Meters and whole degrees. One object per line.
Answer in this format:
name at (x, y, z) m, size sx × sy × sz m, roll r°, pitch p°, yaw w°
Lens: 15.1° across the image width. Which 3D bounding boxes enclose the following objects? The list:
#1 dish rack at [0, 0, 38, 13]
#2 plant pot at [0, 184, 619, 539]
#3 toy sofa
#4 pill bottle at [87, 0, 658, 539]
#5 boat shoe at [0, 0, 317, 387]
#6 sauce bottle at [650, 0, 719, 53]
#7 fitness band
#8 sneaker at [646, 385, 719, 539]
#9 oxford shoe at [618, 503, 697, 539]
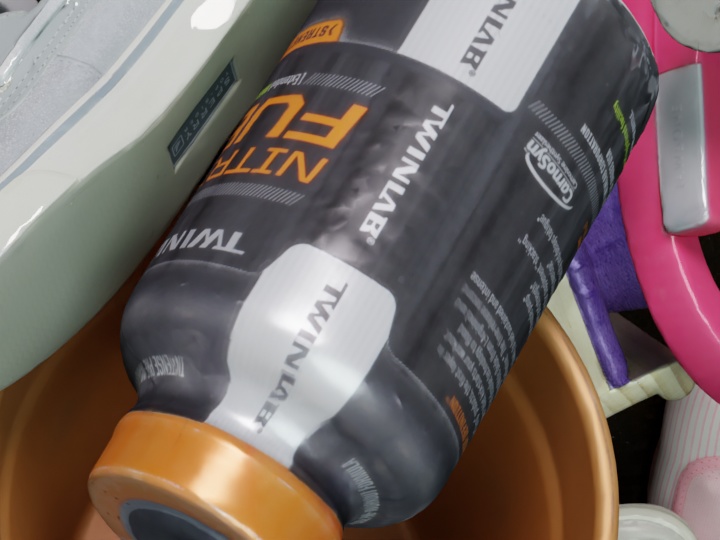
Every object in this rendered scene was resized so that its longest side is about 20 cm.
dish rack at (-0.173, 0.007, 0.860) m, size 0.200 × 0.043 × 0.172 m, roll -33°, pitch 128°, yaw -20°
plant pot at (-0.030, 0.088, 0.880) m, size 0.199 × 0.140 × 0.201 m, roll 4°, pitch 67°, yaw -9°
toy sofa at (0.057, -0.050, 0.932) m, size 0.097 × 0.083 × 0.201 m, roll -25°, pitch 109°, yaw -10°
pill bottle at (0.000, 0.000, 0.788) m, size 0.106 × 0.106 × 0.201 m, roll 42°, pitch 63°, yaw -22°
boat shoe at (-0.087, -0.047, 0.813) m, size 0.071 × 0.070 × 0.201 m, roll 28°, pitch 64°, yaw 19°
sauce bottle at (0.161, -0.102, 0.872) m, size 0.200 × 0.066 × 0.066 m, roll -22°, pitch 114°, yaw -50°
fitness band at (0.142, -0.048, 0.924) m, size 0.143 × 0.037 × 0.201 m, roll 18°, pitch 67°, yaw -45°
sneaker at (0.201, 0.059, 1.008) m, size 0.199 × 0.075 × 0.105 m, roll -5°, pitch 110°, yaw -13°
oxford shoe at (0.041, 0.156, 0.972) m, size 0.199 × 0.058 × 0.075 m, roll -34°, pitch 105°, yaw 4°
